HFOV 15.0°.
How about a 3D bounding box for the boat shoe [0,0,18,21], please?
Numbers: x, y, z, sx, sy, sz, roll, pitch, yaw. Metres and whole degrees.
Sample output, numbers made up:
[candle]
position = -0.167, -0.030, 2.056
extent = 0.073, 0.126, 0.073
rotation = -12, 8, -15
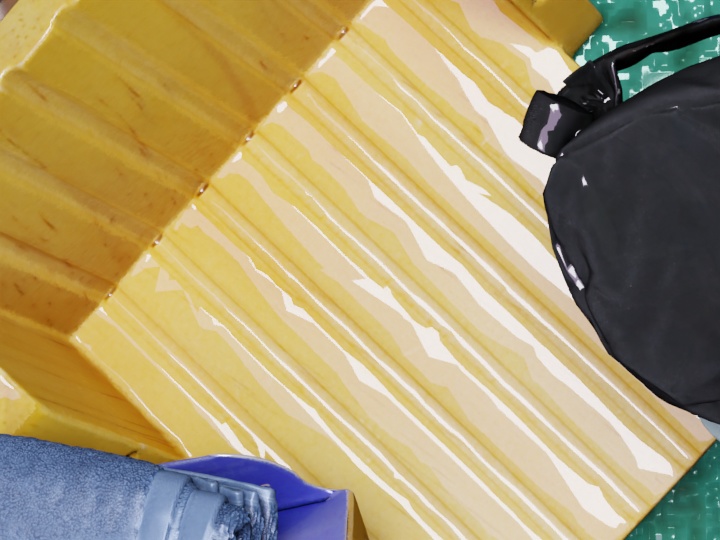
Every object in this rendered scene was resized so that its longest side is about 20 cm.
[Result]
[boat shoe]
position = -0.142, -0.014, 0.827
extent = 0.068, 0.072, 0.200
rotation = 23, 118, -33

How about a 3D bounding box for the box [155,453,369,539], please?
[box]
position = -0.039, 0.144, 0.790
extent = 0.118, 0.042, 0.201
rotation = -13, 123, 10

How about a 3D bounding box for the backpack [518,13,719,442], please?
[backpack]
position = 0.154, -0.014, 0.733
extent = 0.166, 0.200, 0.128
rotation = -8, 89, 27

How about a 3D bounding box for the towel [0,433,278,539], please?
[towel]
position = -0.127, 0.093, 0.724
extent = 0.199, 0.049, 0.112
rotation = 10, 77, 12

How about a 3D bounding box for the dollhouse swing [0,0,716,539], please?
[dollhouse swing]
position = 0.000, 0.000, 0.771
extent = 0.200, 0.182, 0.176
rotation = -47, 66, 6
